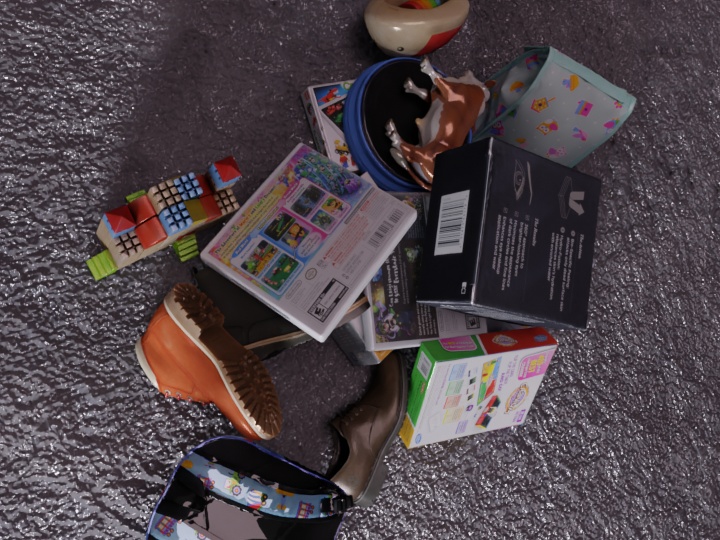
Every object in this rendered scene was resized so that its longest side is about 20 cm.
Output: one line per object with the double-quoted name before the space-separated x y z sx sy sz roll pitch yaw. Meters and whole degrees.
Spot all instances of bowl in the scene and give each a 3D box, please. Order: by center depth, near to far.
"bowl" 0.071 -0.204 0.971 0.198 0.039 0.203 4 80 -26

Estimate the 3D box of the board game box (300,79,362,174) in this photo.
"board game box" 0.024 -0.212 0.991 0.198 0.035 0.128 -16 89 -28

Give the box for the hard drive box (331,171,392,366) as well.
"hard drive box" 0.000 0.000 0.916 0.156 0.077 0.201 -42 99 -27

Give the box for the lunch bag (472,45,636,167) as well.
"lunch bag" 0.280 -0.240 1.025 0.169 0.200 0.123 24 62 -19

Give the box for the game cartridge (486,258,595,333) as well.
"game cartridge" 0.233 0.013 1.007 0.133 0.042 0.200 43 91 -16

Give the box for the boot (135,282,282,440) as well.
"boot" -0.174 0.124 0.780 0.200 0.107 0.075 50 17 11

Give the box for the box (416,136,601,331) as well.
"box" 0.190 -0.038 0.875 0.198 0.117 0.199 13 81 -30

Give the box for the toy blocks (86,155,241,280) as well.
"toy blocks" -0.215 -0.065 0.787 0.199 0.136 0.101 -29 93 -27

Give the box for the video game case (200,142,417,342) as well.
"video game case" -0.059 -0.041 0.822 0.181 0.024 0.201 32 67 16

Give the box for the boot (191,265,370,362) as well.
"boot" -0.100 0.026 0.825 0.198 0.077 0.140 -22 85 2

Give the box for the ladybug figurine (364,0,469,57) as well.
"ladybug figurine" 0.084 -0.365 1.008 0.200 0.135 0.073 -38 143 -40

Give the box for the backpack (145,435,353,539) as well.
"backpack" -0.137 0.282 0.760 0.199 0.134 0.184 33 68 -18

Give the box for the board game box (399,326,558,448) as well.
"board game box" 0.157 0.157 0.932 0.198 0.040 0.154 -4 125 -27

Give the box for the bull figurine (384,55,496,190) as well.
"bull figurine" 0.108 -0.209 0.933 0.121 0.065 0.202 28 70 -19

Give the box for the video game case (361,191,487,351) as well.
"video game case" 0.078 -0.003 0.900 0.180 0.023 0.203 -2 81 -28

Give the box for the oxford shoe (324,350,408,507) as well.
"oxford shoe" 0.007 0.192 0.885 0.084 0.073 0.202 26 70 -18
